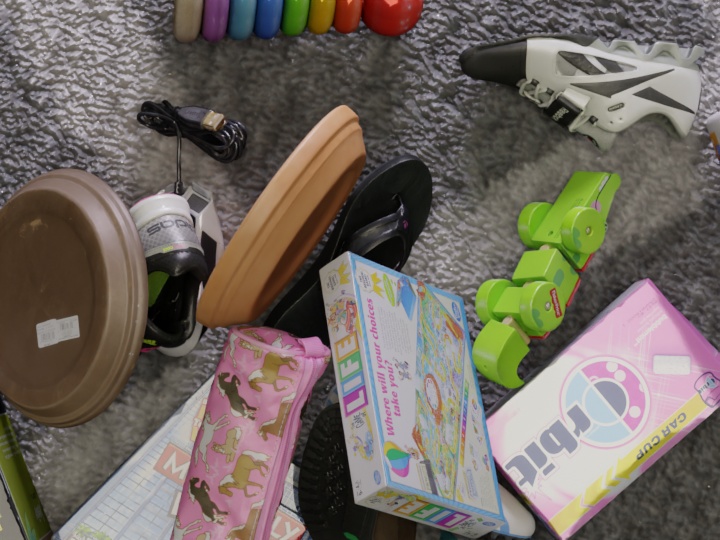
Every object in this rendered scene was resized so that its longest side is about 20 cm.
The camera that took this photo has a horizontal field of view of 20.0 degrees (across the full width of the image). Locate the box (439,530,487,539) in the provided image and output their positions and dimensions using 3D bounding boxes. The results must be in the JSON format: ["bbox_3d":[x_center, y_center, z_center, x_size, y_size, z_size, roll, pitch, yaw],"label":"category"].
[{"bbox_3d":[0.104,0.237,1.560,0.082,0.200,0.049,15,87,-2],"label":"box"}]

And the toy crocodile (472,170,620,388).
[{"bbox_3d":[0.150,0.002,1.626,0.062,0.067,0.200,46,63,-32],"label":"toy crocodile"}]

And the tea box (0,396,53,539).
[{"bbox_3d":[-0.363,0.173,1.573,0.199,0.134,0.198,-21,88,-3],"label":"tea box"}]

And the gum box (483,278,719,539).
[{"bbox_3d":[0.196,0.107,1.635,0.200,0.066,0.114,-41,89,-3],"label":"gum box"}]

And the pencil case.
[{"bbox_3d":[-0.084,0.139,1.541,0.086,0.083,0.201,14,94,3],"label":"pencil case"}]

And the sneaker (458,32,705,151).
[{"bbox_3d":[0.177,-0.142,1.639,0.199,0.074,0.089,4,86,-2],"label":"sneaker"}]

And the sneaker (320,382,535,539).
[{"bbox_3d":[0.062,0.146,1.625,0.200,0.072,0.073,37,93,-2],"label":"sneaker"}]

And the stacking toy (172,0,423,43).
[{"bbox_3d":[-0.048,-0.216,1.632,0.199,0.085,0.086,4,88,-7],"label":"stacking toy"}]

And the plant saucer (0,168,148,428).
[{"bbox_3d":[-0.238,0.021,1.571,0.199,0.029,0.201,-2,87,42],"label":"plant saucer"}]

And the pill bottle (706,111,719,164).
[{"bbox_3d":[0.359,-0.047,1.626,0.112,0.112,0.201,-20,89,-3],"label":"pill bottle"}]

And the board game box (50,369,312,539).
[{"bbox_3d":[-0.108,0.177,1.621,0.199,0.062,0.200,31,88,-1],"label":"board game box"}]

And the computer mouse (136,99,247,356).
[{"bbox_3d":[-0.137,-0.032,1.626,0.109,0.044,0.201,10,98,39],"label":"computer mouse"}]

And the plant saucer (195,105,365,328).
[{"bbox_3d":[-0.054,-0.034,1.560,0.037,0.200,0.201,34,87,5],"label":"plant saucer"}]

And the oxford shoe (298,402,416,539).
[{"bbox_3d":[0.002,0.186,1.592,0.072,0.084,0.201,11,118,33],"label":"oxford shoe"}]

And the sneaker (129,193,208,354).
[{"bbox_3d":[-0.178,0.041,1.580,0.074,0.088,0.200,14,118,-40],"label":"sneaker"}]

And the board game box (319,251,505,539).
[{"bbox_3d":[0.039,0.095,1.561,0.034,0.134,0.201,-32,52,33],"label":"board game box"}]

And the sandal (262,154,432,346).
[{"bbox_3d":[0.000,0.001,1.625,0.075,0.048,0.201,33,94,-41],"label":"sandal"}]
